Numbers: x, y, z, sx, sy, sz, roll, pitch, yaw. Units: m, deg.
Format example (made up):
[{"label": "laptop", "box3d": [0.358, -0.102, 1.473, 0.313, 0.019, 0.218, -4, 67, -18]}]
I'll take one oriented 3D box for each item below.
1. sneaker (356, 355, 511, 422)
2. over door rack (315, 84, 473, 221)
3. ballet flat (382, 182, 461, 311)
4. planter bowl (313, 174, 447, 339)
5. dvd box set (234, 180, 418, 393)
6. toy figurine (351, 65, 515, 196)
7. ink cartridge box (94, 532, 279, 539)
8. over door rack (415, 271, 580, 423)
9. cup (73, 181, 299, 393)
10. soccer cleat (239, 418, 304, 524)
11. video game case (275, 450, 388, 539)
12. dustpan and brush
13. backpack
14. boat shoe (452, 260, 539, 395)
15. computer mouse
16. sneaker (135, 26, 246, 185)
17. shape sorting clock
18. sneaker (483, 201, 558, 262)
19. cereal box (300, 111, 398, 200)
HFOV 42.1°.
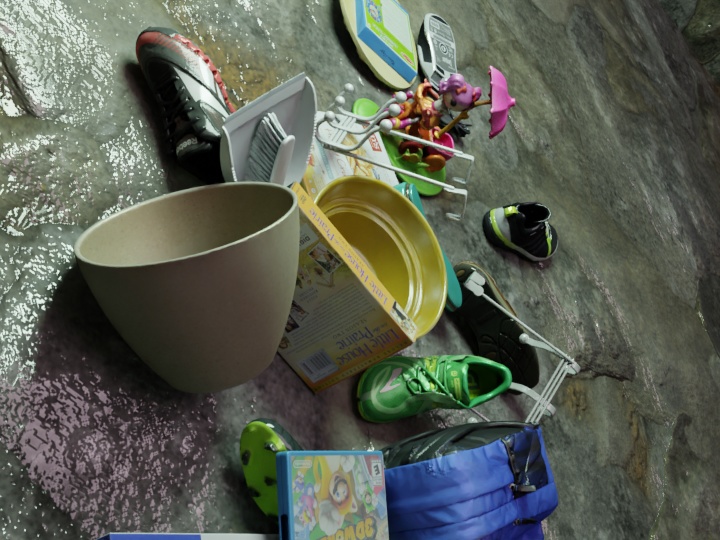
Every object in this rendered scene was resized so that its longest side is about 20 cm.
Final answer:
[{"label": "sneaker", "box3d": [0.086, 0.128, 1.079, 0.197, 0.083, 0.076, -7, 81, -25]}, {"label": "over door rack", "box3d": [0.052, -0.155, 1.120, 0.198, 0.067, 0.148, 29, 26, -2]}, {"label": "ballet flat", "box3d": [0.068, -0.025, 1.196, 0.068, 0.069, 0.202, -77, 147, -49]}, {"label": "planter bowl", "box3d": [0.000, 0.000, 1.078, 0.198, 0.083, 0.204, 19, 56, -31]}, {"label": "dvd box set", "box3d": [-0.054, 0.023, 0.954, 0.201, 0.145, 0.030, 49, 35, -16]}, {"label": "toy figurine", "box3d": [0.118, -0.222, 1.302, 0.198, 0.183, 0.153, 25, 49, -39]}, {"label": "ink cartridge box", "box3d": [-0.132, 0.271, 0.776, 0.198, 0.044, 0.096, 18, 53, -45]}, {"label": "over door rack", "box3d": [0.168, 0.122, 1.193, 0.199, 0.066, 0.149, 40, 71, -10]}, {"label": "cup", "box3d": [-0.139, 0.022, 0.836, 0.200, 0.197, 0.146, -42, 127, -54]}, {"label": "soccer cleat", "box3d": [-0.051, 0.220, 0.905, 0.202, 0.067, 0.081, 60, 25, -14]}, {"label": "video game case", "box3d": [-0.019, 0.268, 0.852, 0.142, 0.018, 0.204, 14, 68, -51]}, {"label": "dustpan and brush", "box3d": [-0.093, -0.088, 0.979, 0.057, 0.202, 0.139, 33, 46, 17]}, {"label": "backpack", "box3d": [0.106, 0.248, 0.992, 0.198, 0.161, 0.171, 4, 67, -51]}, {"label": "boat shoe", "box3d": [0.187, 0.071, 1.290, 0.202, 0.075, 0.074, 62, 17, -9]}, {"label": "computer mouse", "box3d": [0.123, -0.314, 1.496, 0.108, 0.044, 0.204, 15, 61, -40]}, {"label": "sneaker", "box3d": [-0.177, -0.165, 0.989, 0.202, 0.070, 0.098, 55, 33, -11]}, {"label": "shape sorting clock", "box3d": [0.027, -0.367, 1.408, 0.199, 0.039, 0.203, 39, 38, -40]}, {"label": "sneaker", "box3d": [0.275, -0.065, 1.481, 0.198, 0.082, 0.073, 7, 62, -49]}, {"label": "cereal box", "box3d": [-0.028, -0.128, 1.179, 0.198, 0.039, 0.146, -5, 71, -52]}]
